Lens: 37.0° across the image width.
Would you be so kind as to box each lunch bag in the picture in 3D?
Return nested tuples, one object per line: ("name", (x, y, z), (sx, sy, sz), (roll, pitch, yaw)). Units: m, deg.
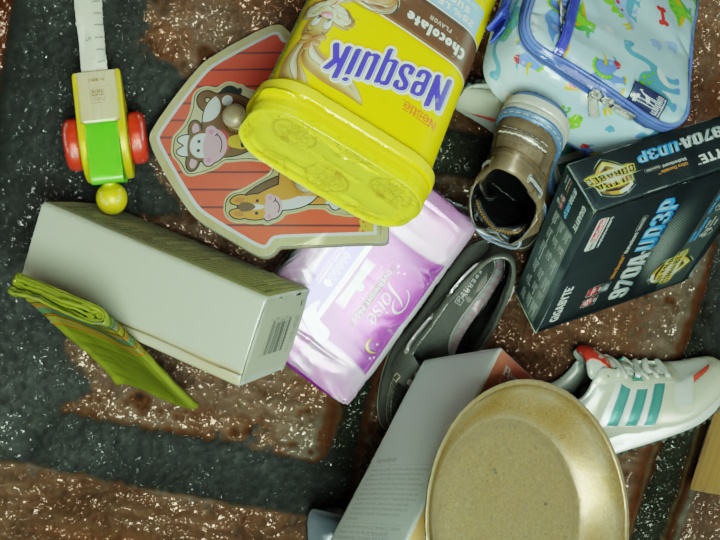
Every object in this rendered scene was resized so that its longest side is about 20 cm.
("lunch bag", (0.185, -0.191, 0.856), (0.159, 0.083, 0.202), (29, 53, -10))

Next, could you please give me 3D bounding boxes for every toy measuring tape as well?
("toy measuring tape", (-0.211, -0.142, 0.876), (0.072, 0.074, 0.203), (-7, 80, -7))

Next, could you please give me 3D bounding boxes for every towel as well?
("towel", (-0.194, 0.063, 0.837), (0.085, 0.200, 0.018), (21, 70, 20))

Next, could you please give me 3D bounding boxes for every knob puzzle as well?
("knob puzzle", (-0.075, -0.109, 0.866), (0.216, 0.030, 0.223), (-1, 76, 5))

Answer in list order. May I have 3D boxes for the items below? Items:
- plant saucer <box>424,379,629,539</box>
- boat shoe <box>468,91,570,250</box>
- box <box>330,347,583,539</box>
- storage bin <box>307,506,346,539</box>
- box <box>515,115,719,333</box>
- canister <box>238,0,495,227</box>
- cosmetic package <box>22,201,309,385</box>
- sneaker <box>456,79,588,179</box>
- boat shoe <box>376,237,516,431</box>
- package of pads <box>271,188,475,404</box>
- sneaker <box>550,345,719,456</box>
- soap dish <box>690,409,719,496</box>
("plant saucer", (0.118, 0.184, 0.800), (0.198, 0.035, 0.203), (7, 78, -33))
("boat shoe", (0.118, -0.060, 0.855), (0.072, 0.201, 0.073), (25, 70, 18))
("box", (0.089, 0.190, 0.866), (0.152, 0.106, 0.201), (41, 62, -20))
("storage bin", (0.041, 0.302, 0.952), (0.133, 0.145, 0.203), (-6, 86, -24))
("box", (0.221, -0.035, 0.869), (0.157, 0.201, 0.046), (-18, 63, -15))
("canister", (0.011, -0.157, 0.822), (0.147, 0.086, 0.202), (29, 66, -15))
("cosmetic package", (-0.151, 0.014, 0.844), (0.198, 0.103, 0.074), (21, 98, 15))
("sneaker", (0.164, -0.097, 0.918), (0.197, 0.070, 0.095), (17, 94, -15))
("boat shoe", (0.074, 0.062, 0.950), (0.066, 0.057, 0.202), (28, 95, -13))
("package of pads", (0.000, 0.000, 0.916), (0.120, 0.076, 0.201), (36, 93, -9))
("sneaker", (0.240, 0.106, 0.977), (0.197, 0.070, 0.094), (-21, 109, -2))
("soap dish", (0.414, 0.134, 1.005), (0.155, 0.081, 0.203), (14, 99, -11))
